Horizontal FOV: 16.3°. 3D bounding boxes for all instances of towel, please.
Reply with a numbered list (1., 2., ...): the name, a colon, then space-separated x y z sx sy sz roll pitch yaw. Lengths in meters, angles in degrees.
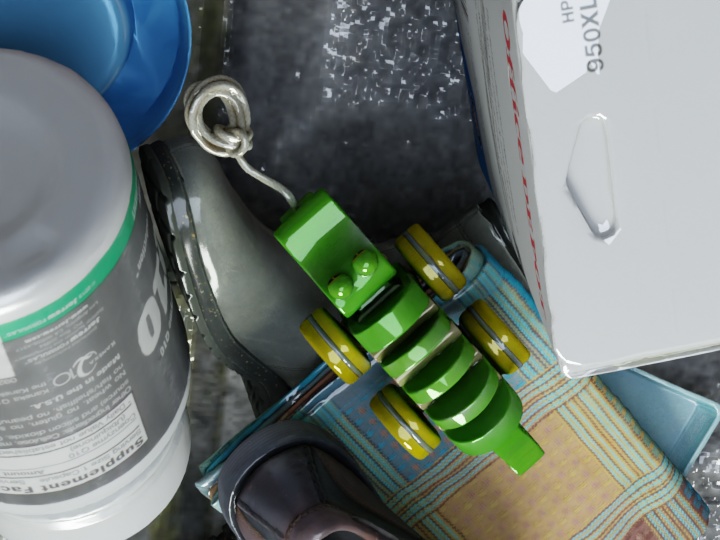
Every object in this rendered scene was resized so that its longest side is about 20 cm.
1. towel: 0.045 0.093 1.020 0.147 0.022 0.200 -42 126 1

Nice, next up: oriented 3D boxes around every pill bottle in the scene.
1. pill bottle: -0.124 0.020 0.930 0.112 0.114 0.200 -12 148 -1

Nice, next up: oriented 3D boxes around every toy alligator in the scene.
1. toy alligator: 0.006 0.010 0.919 0.059 0.054 0.200 -41 110 1

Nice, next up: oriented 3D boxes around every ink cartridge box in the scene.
1. ink cartridge box: 0.086 -0.072 0.906 0.084 0.200 0.145 -11 115 -1

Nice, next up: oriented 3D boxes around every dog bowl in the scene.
1. dog bowl: -0.164 -0.087 0.953 0.199 0.050 0.112 -13 115 -2

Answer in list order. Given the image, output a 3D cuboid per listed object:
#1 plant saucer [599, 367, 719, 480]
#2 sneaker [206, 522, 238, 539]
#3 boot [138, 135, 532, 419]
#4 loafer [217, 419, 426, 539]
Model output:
1. plant saucer: 0.079 0.125 1.093 0.070 0.019 0.201 23 110 -16
2. sneaker: -0.064 0.167 1.061 0.199 0.078 0.082 -26 115 5
3. boot: 0.000 0.000 0.997 0.130 0.068 0.200 -26 132 1
4. loafer: 0.017 0.137 0.979 0.072 0.063 0.200 -42 127 1
